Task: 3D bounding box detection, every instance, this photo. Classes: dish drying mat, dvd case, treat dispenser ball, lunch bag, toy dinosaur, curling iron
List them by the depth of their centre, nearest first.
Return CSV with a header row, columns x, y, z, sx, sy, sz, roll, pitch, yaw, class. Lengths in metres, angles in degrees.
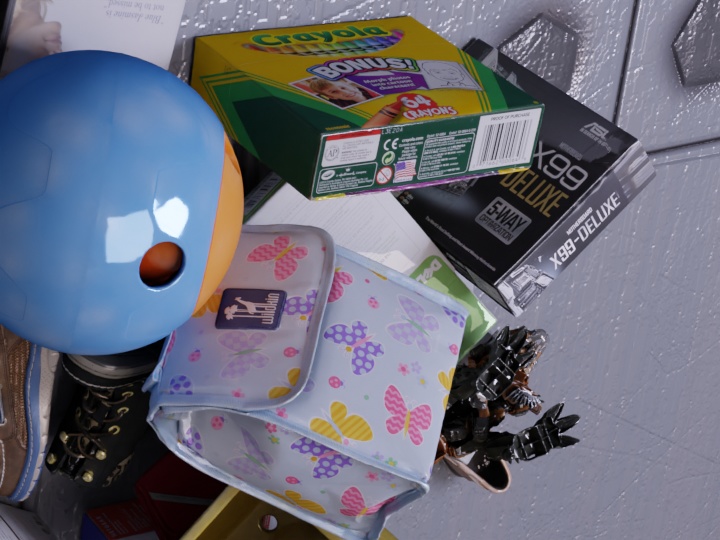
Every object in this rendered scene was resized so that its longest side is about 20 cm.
x,y,z,sx,sy,sz,roll,pitch,yaw,class
-0.177,-0.045,1.347,0.200,0.201,0.202,-20,127,-28,treat dispenser ball
-0.040,0.069,1.421,0.199,0.170,0.127,26,140,-11,lunch bag
-0.205,-0.118,1.434,0.142,0.018,0.201,-1,117,-39,dvd case
-0.096,-0.035,1.566,0.049,0.026,0.201,-8,120,-39,curling iron
0.091,0.113,1.577,0.102,0.135,0.201,38,61,-24,toy dinosaur
-0.095,0.136,1.637,0.200,0.018,0.077,-40,124,-25,dish drying mat

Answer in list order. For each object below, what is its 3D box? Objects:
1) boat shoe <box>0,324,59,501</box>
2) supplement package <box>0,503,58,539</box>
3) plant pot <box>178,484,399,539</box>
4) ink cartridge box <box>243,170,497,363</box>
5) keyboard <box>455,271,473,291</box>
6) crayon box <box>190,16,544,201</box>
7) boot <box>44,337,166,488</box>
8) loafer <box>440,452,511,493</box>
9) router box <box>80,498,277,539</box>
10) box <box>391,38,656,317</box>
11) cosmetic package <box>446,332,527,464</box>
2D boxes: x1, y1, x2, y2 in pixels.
x,y,z,sx,sy,sz,roll,pitch,yaw,class
-0.263,0.083,1.484,0.072,0.072,0.201,2,122,-17,boat shoe
-0.316,0.235,1.492,0.199,0.120,0.122,25,100,-44,supplement package
-0.058,0.247,1.558,0.195,0.200,0.194,41,102,-4,plant pot
0.000,0.000,1.551,0.104,0.059,0.200,-45,107,-12,ink cartridge box
0.015,0.035,1.714,0.199,0.011,0.057,-20,132,-28,keyboard
0.003,-0.123,1.487,0.199,0.172,0.059,-10,124,-34,crayon box
-0.186,0.097,1.492,0.154,0.073,0.204,-62,174,15,boot
0.079,0.128,1.782,0.072,0.063,0.200,-45,135,-6,loafer
-0.152,0.278,1.699,0.179,0.049,0.201,-8,121,-35,router box
0.107,-0.076,1.580,0.158,0.200,0.050,-44,137,-6,box
0.034,0.061,1.662,0.200,0.071,0.102,40,79,-33,cosmetic package
